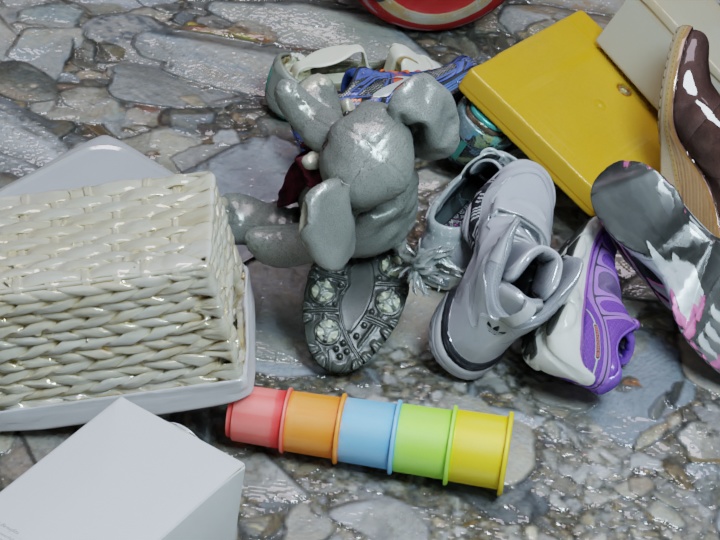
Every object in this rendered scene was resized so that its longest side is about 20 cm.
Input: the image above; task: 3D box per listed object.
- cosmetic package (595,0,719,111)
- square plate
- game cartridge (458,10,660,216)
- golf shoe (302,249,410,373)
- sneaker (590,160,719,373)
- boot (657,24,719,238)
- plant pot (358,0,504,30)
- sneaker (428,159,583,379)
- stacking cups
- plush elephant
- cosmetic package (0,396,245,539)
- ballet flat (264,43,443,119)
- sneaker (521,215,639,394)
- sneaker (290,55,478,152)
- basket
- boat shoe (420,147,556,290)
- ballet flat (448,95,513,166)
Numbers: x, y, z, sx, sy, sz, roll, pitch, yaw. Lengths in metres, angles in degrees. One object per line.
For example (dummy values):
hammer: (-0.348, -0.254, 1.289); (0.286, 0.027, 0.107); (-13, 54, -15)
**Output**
cosmetic package: (0.310, -0.159, 1.810); (0.103, 0.073, 0.200); (-12, 55, -49)
square plate: (-0.200, -0.037, 1.650); (0.200, 0.028, 0.198); (29, 41, 27)
game cartridge: (0.198, -0.132, 1.786); (0.176, 0.032, 0.200); (46, 41, 11)
golf shoe: (0.000, 0.000, 1.604); (0.077, 0.088, 0.200); (11, 59, 0)
sneaker: (0.257, -0.001, 1.615); (0.080, 0.086, 0.200); (-35, 84, 2)
boot: (0.329, -0.101, 1.707); (0.166, 0.200, 0.072); (1, 0, 12)
plant pot: (0.066, -0.338, 1.975); (0.200, 0.201, 0.183); (2, 45, -8)
sneaker: (0.124, -0.016, 1.569); (0.075, 0.115, 0.200); (33, 56, -13)
stacking cups: (0.006, 0.110, 1.460); (0.200, 0.061, 0.061); (11, 36, 4)
plush elephant: (-0.012, -0.076, 1.506); (0.200, 0.155, 0.165); (34, 67, 21)
cosmetic package: (-0.174, 0.178, 1.315); (0.108, 0.085, 0.200); (27, 40, 24)
ballet flat: (0.015, -0.170, 1.840); (0.200, 0.064, 0.067); (-5, 38, -17)
sneaker: (0.176, 0.033, 1.606); (0.083, 0.081, 0.200); (34, 33, -9)
sneaker: (0.022, -0.147, 1.777); (0.200, 0.075, 0.078); (-26, 72, -34)
basket: (-0.181, 0.018, 1.465); (0.200, 0.123, 0.136); (-7, 36, 2)
boat shoe: (0.109, -0.059, 1.699); (0.070, 0.072, 0.201); (22, 39, 19)
ballet flat: (0.129, -0.143, 1.820); (0.074, 0.074, 0.200); (26, 33, 23)
